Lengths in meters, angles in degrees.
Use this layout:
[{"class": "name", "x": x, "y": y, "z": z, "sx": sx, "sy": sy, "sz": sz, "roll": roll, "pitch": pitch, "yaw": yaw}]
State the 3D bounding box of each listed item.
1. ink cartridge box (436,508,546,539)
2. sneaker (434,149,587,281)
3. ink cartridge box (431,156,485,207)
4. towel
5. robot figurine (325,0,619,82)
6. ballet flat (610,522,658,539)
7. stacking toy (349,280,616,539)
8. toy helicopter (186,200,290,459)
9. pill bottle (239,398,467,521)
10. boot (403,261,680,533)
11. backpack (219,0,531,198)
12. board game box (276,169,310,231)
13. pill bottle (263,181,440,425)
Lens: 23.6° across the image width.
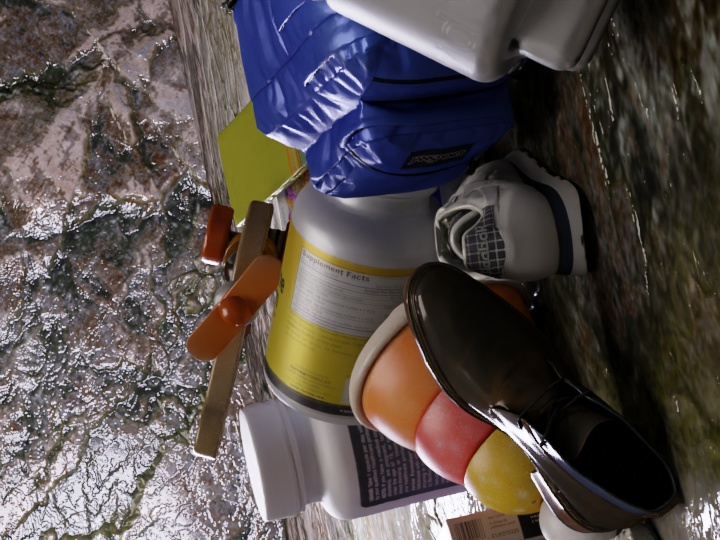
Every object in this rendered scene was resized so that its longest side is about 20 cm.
[{"class": "ink cartridge box", "x": 0.098, "y": 0.212, "z": 1.260, "sx": 0.200, "sy": 0.094, "sz": 0.037, "roll": 99, "pitch": 156, "yaw": -64}, {"class": "sneaker", "x": 0.082, "y": -0.032, "z": 1.115, "sx": 0.200, "sy": 0.080, "sz": 0.077, "roll": -155, "pitch": 52, "yaw": -79}, {"class": "ink cartridge box", "x": 0.055, "y": -0.065, "z": 1.319, "sx": 0.198, "sy": 0.043, "sz": 0.201, "roll": -126, "pitch": 27, "yaw": -68}, {"class": "towel", "x": -0.066, "y": -0.107, "z": 1.371, "sx": 0.200, "sy": 0.018, "sz": 0.087, "roll": -36, "pitch": 62, "yaw": 59}, {"class": "robot figurine", "x": 0.036, "y": -0.171, "z": 0.881, "sx": 0.113, "sy": 0.199, "sz": 0.170, "roll": -64, "pitch": -12, "yaw": 9}, {"class": "ballet flat", "x": 0.160, "y": 0.253, "z": 1.057, "sx": 0.072, "sy": 0.071, "sz": 0.201, "roll": -127, "pitch": 28, "yaw": -67}, {"class": "stacking toy", "x": 0.096, "y": 0.112, "z": 1.139, "sx": 0.200, "sy": 0.145, "sz": 0.147, "roll": 53, "pitch": 157, "yaw": 33}, {"class": "toy helicopter", "x": -0.094, "y": 0.046, "z": 1.309, "sx": 0.132, "sy": 0.078, "sz": 0.201, "roll": -142, "pitch": 65, "yaw": -85}, {"class": "pill bottle", "x": 0.012, "y": 0.127, "z": 1.336, "sx": 0.120, "sy": 0.199, "sz": 0.120, "roll": 168, "pitch": 90, "yaw": -79}, {"class": "boot", "x": 0.109, "y": 0.070, "z": 1.006, "sx": 0.200, "sy": 0.075, "sz": 0.097, "roll": 49, "pitch": 161, "yaw": -8}, {"class": "backpack", "x": 0.030, "y": -0.146, "z": 1.063, "sx": 0.169, "sy": 0.162, "sz": 0.200, "roll": 70, "pitch": 156, "yaw": 12}, {"class": "board game box", "x": -0.020, "y": -0.078, "z": 1.360, "sx": 0.134, "sy": 0.045, "sz": 0.201, "roll": -23, "pitch": 78, "yaw": 60}, {"class": "pill bottle", "x": 0.000, "y": 0.000, "z": 1.218, "sx": 0.112, "sy": 0.111, "sz": 0.201, "roll": -117, "pitch": 35, "yaw": -56}]
